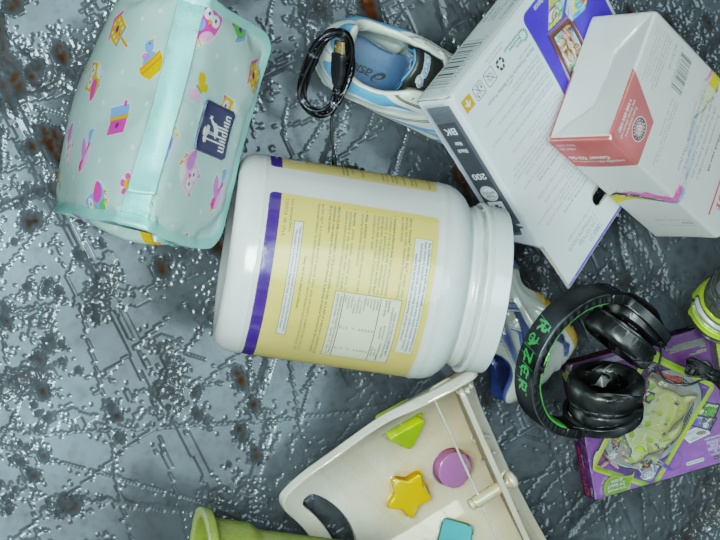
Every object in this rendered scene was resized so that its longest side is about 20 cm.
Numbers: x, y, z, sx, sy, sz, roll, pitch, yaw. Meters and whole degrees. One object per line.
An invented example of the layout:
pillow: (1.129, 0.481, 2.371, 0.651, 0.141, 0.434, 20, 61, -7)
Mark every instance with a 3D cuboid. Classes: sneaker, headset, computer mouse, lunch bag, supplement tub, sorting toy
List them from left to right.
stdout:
lunch bag: (-0.140, -0.104, 1.139, 0.121, 0.200, 0.171, 16, 87, -14)
computer mouse: (-0.017, -0.086, 1.237, 0.058, 0.034, 0.201, -9, 118, -10)
supplement tub: (0.000, 0.000, 1.181, 0.199, 0.145, 0.146, 9, 91, -7)
sorting toy: (0.037, 0.185, 1.280, 0.179, 0.107, 0.201, -26, 109, -4)
sneaker: (0.058, -0.143, 1.274, 0.199, 0.072, 0.072, 17, 86, -20)
sneaker: (0.086, 0.023, 1.292, 0.088, 0.075, 0.200, -47, 105, -10)
headset: (0.214, 0.079, 1.292, 0.199, 0.094, 0.124, 5, 109, -39)
sneaker: (0.371, -0.008, 1.368, 0.200, 0.081, 0.074, -31, 70, -19)

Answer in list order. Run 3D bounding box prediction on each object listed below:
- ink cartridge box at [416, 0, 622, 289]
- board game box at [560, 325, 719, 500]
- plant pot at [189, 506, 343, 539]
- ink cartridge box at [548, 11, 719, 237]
ink cartridge box: (0.153, -0.123, 1.281, 0.198, 0.043, 0.200, -52, 123, -29)
board game box: (0.273, 0.112, 1.385, 0.199, 0.032, 0.121, -13, 93, -17)
plant pot: (-0.029, 0.272, 1.192, 0.183, 0.200, 0.201, 0, 93, -12)
ink cartridge box: (0.246, -0.103, 1.297, 0.200, 0.067, 0.117, 36, 68, -37)
